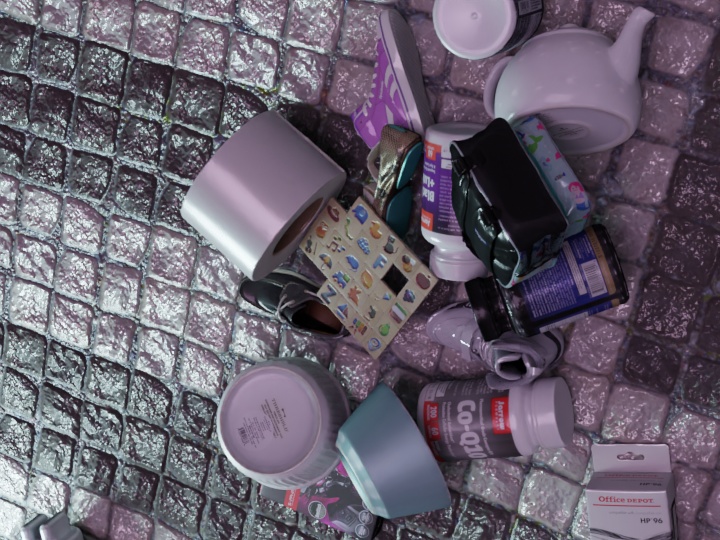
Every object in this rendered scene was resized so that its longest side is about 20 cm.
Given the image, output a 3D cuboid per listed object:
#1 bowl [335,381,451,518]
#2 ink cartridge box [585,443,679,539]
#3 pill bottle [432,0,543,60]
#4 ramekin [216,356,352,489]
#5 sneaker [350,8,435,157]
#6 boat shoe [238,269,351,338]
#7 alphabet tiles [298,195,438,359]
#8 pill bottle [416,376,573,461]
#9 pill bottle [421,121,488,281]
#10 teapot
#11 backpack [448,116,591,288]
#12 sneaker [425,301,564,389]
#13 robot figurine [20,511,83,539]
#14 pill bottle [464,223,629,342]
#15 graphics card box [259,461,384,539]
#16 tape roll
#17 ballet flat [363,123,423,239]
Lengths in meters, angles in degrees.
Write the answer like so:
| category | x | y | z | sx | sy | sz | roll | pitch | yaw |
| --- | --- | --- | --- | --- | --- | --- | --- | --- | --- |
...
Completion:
| category | x | y | z | sx | sy | sz | roll | pitch | yaw |
| --- | --- | --- | --- | --- | --- | --- | --- | --- | --- |
| bowl | 0.036 | 0.272 | 1.762 | 0.105 | 0.201 | 0.202 | -29 | 93 | -10 |
| ink cartridge box | 0.379 | 0.347 | 1.727 | 0.115 | 0.068 | 0.201 | -4 | 103 | 23 |
| pill bottle | 0.168 | -0.326 | 1.550 | 0.106 | 0.200 | 0.107 | 6 | 107 | 20 |
| ramekin | -0.118 | 0.224 | 1.838 | 0.199 | 0.105 | 0.202 | -2 | 81 | 13 |
| sneaker | 0.028 | -0.251 | 1.703 | 0.114 | 0.073 | 0.202 | -8 | 102 | 27 |
| boat shoe | -0.097 | 0.050 | 1.842 | 0.199 | 0.068 | 0.072 | 20 | 113 | 18 |
| alphabet tiles | 0.000 | 0.000 | 1.748 | 0.200 | 0.008 | 0.167 | 48 | 124 | 17 |
| pill bottle | 0.190 | 0.206 | 1.740 | 0.199 | 0.114 | 0.115 | -8 | 101 | 24 |
| pill bottle | 0.138 | -0.093 | 1.678 | 0.111 | 0.111 | 0.201 | 8 | 107 | 20 |
| teapot | 0.259 | -0.241 | 1.568 | 0.199 | 0.198 | 0.147 | 1 | 73 | 3 |
| backpack | 0.188 | -0.080 | 1.528 | 0.150 | 0.200 | 0.178 | -24 | 68 | -11 |
| sneaker | 0.174 | 0.103 | 1.714 | 0.199 | 0.115 | 0.076 | 11 | 113 | 19 |
| robot figurine | -0.518 | 0.517 | 2.121 | 0.169 | 0.113 | 0.201 | -9 | 101 | 25 |
| pill bottle | 0.244 | 0.022 | 1.637 | 0.199 | 0.112 | 0.112 | -20 | 97 | 7 |
| graphics card box | -0.051 | 0.322 | 1.908 | 0.199 | 0.051 | 0.126 | 21 | 111 | 15 |
| tape roll | -0.135 | -0.105 | 1.739 | 0.139 | 0.203 | 0.203 | 41 | 116 | 7 |
| ballet flat | 0.039 | -0.123 | 1.720 | 0.075 | 0.068 | 0.201 | 34 | 140 | 23 |
